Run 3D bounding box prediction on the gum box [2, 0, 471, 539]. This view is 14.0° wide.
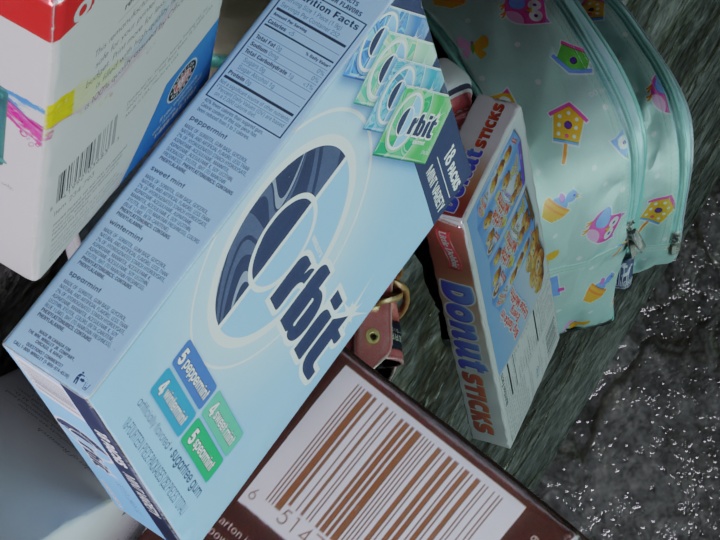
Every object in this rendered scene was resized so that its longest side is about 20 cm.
[{"bbox_3d":[-0.040,-0.007,1.124,0.200,0.044,0.170,-53,158,-14],"label":"gum box"}]

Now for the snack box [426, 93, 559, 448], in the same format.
[{"bbox_3d":[0.065,0.004,1.414,0.200,0.024,0.072,75,36,-55],"label":"snack box"}]

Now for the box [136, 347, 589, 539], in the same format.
[{"bbox_3d":[0.018,0.159,1.300,0.164,0.166,0.200,-52,150,-3],"label":"box"}]

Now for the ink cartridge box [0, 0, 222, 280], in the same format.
[{"bbox_3d":[-0.097,-0.102,0.972,0.116,0.067,0.200,-52,167,-33],"label":"ink cartridge box"}]

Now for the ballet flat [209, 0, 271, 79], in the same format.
[{"bbox_3d":[-0.006,-0.132,1.195,0.200,0.069,0.070,-53,167,-41],"label":"ballet flat"}]

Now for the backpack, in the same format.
[{"bbox_3d":[0.085,-0.070,1.535,0.153,0.176,0.200,-24,151,-10],"label":"backpack"}]

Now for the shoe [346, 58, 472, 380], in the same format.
[{"bbox_3d":[0.000,0.000,1.365,0.200,0.091,0.071,-46,166,3],"label":"shoe"}]

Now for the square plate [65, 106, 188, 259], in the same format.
[{"bbox_3d":[-0.067,-0.037,1.214,0.198,0.028,0.200,-47,138,-43],"label":"square plate"}]

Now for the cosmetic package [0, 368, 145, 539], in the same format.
[{"bbox_3d":[-0.156,0.111,1.214,0.113,0.081,0.200,-57,171,21],"label":"cosmetic package"}]
